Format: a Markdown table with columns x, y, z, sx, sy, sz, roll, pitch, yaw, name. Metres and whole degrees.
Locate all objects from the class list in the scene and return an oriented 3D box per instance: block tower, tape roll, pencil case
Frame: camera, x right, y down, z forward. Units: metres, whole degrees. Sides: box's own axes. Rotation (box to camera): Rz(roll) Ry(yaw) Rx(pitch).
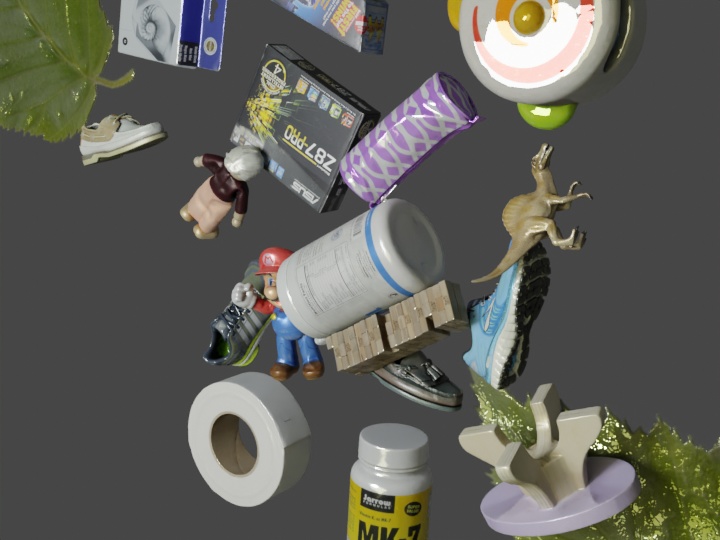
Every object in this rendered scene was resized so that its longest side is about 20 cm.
| x | y | z | sx | sy | sz | roll | pitch | yaw | name |
| --- | --- | --- | --- | --- | --- | --- | --- | --- | --- |
| 0.049 | 0.079 | 1.118 | 0.200 | 0.054 | 0.058 | -27 | 64 | 33 | block tower |
| -0.176 | 0.264 | 1.358 | 0.202 | 0.071 | 0.203 | 6 | 101 | 34 | tape roll |
| 0.060 | -0.164 | 1.108 | 0.200 | 0.084 | 0.086 | -41 | 66 | 32 | pencil case |

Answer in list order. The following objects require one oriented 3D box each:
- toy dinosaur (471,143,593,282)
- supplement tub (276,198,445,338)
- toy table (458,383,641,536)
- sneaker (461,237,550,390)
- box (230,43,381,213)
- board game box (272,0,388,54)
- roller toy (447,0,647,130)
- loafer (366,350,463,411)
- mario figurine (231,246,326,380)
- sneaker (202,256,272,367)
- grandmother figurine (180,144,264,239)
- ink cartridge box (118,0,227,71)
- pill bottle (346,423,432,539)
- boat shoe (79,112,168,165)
| x | y | z | sx | sy | sz | roll | pitch | yaw | name |
| --- | --- | --- | --- | --- | --- | --- | --- | --- | --- |
| 0.211 | -0.051 | 1.017 | 0.101 | 0.058 | 0.200 | 16 | 70 | 28 | toy dinosaur |
| 0.000 | 0.000 | 1.151 | 0.200 | 0.132 | 0.132 | -28 | 82 | 36 | supplement tub |
| 0.216 | 0.229 | 1.026 | 0.200 | 0.184 | 0.117 | -21 | 102 | 23 | toy table |
| 0.170 | 0.046 | 1.076 | 0.090 | 0.078 | 0.200 | 26 | 111 | 34 | sneaker |
| -0.082 | -0.203 | 1.223 | 0.200 | 0.049 | 0.161 | 40 | 122 | 23 | box |
| -0.020 | -0.390 | 1.138 | 0.200 | 0.062 | 0.200 | 49 | 121 | 17 | board game box |
| 0.208 | -0.276 | 0.952 | 0.182 | 0.140 | 0.200 | -35 | 77 | 33 | roller toy |
| 0.055 | 0.127 | 1.176 | 0.200 | 0.072 | 0.063 | 23 | 105 | 32 | loafer |
| -0.112 | 0.065 | 1.243 | 0.106 | 0.123 | 0.200 | -151 | 49 | -68 | mario figurine |
| -0.180 | 0.071 | 1.319 | 0.074 | 0.081 | 0.200 | 33 | 115 | 25 | sneaker |
| -0.205 | -0.125 | 1.291 | 0.121 | 0.061 | 0.200 | 48 | 138 | -5 | grandmother figurine |
| -0.292 | -0.420 | 1.334 | 0.200 | 0.041 | 0.200 | 18 | 108 | 31 | ink cartridge box |
| 0.040 | 0.321 | 1.191 | 0.114 | 0.114 | 0.200 | 11 | 104 | 33 | pill bottle |
| -0.400 | -0.224 | 1.423 | 0.200 | 0.075 | 0.068 | -8 | 99 | 36 | boat shoe |
